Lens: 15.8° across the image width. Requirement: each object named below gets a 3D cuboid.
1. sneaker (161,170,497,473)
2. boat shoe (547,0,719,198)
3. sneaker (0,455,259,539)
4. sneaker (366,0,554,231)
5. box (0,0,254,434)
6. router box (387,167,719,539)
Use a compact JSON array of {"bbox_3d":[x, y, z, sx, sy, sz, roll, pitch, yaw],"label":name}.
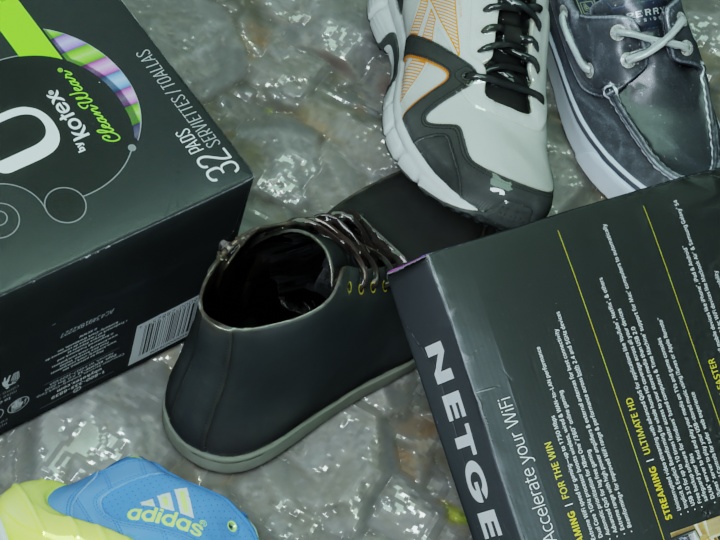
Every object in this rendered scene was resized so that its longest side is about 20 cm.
[{"bbox_3d":[0.000,0.000,1.128,0.075,0.106,0.200,38,57,14],"label":"sneaker"},{"bbox_3d":[0.131,-0.109,1.255,0.072,0.068,0.200,-10,59,-18],"label":"boat shoe"},{"bbox_3d":[-0.062,0.146,1.034,0.105,0.076,0.200,-31,66,-29],"label":"sneaker"},{"bbox_3d":[0.053,-0.097,1.189,0.074,0.080,0.200,21,34,-30],"label":"sneaker"},{"bbox_3d":[-0.166,-0.051,1.117,0.148,0.124,0.200,-27,67,-27],"label":"box"},{"bbox_3d":[0.113,0.071,1.094,0.149,0.051,0.200,-16,84,-23],"label":"router box"}]
